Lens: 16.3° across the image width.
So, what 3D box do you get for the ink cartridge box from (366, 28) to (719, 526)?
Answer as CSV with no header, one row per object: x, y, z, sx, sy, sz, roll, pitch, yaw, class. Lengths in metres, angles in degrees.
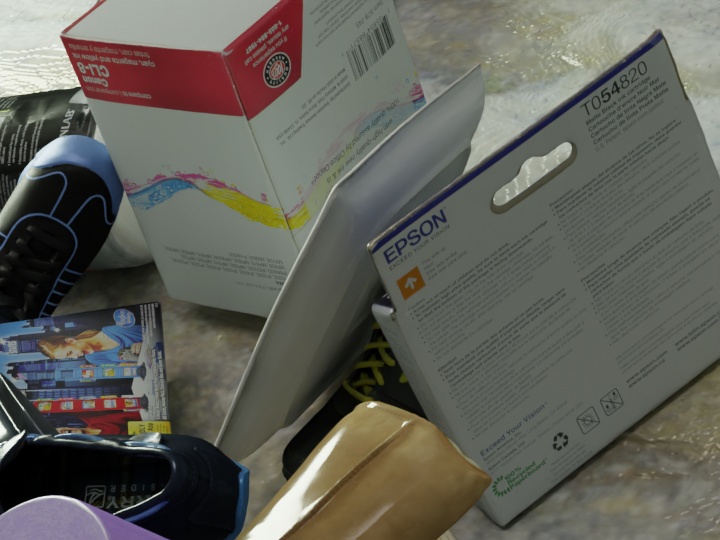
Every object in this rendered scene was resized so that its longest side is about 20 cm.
0.105,0.001,1.305,0.199,0.200,0.041,-35,35,-14,ink cartridge box

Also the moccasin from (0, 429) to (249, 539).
-0.148,0.096,1.136,0.199,0.068,0.081,-13,66,23,moccasin

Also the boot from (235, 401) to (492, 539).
-0.016,0.147,1.104,0.200,0.066,0.175,-41,36,-24,boot

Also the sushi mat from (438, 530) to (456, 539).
0.022,0.181,1.287,0.095,0.012,0.200,-29,34,-6,sushi mat

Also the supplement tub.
-0.226,-0.056,1.671,0.199,0.123,0.123,-5,39,29,supplement tub

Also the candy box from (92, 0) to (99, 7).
-0.083,-0.200,1.814,0.199,0.072,0.168,-2,41,31,candy box

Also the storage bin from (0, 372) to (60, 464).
-0.163,0.171,1.270,0.134,0.200,0.146,-41,21,-5,storage bin

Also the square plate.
0.000,0.000,1.380,0.028,0.200,0.198,33,33,10,square plate

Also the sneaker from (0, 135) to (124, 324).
-0.209,0.005,1.567,0.200,0.070,0.078,-54,15,37,sneaker

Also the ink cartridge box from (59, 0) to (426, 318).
-0.057,-0.090,1.525,0.144,0.201,0.145,9,41,40,ink cartridge box

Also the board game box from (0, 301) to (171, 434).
-0.208,0.093,1.434,0.199,0.062,0.200,-2,28,-6,board game box

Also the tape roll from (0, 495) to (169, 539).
-0.133,0.197,1.035,0.200,0.066,0.201,-35,40,36,tape roll

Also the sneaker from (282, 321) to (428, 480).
0.026,0.044,1.403,0.200,0.085,0.074,-40,35,-19,sneaker
